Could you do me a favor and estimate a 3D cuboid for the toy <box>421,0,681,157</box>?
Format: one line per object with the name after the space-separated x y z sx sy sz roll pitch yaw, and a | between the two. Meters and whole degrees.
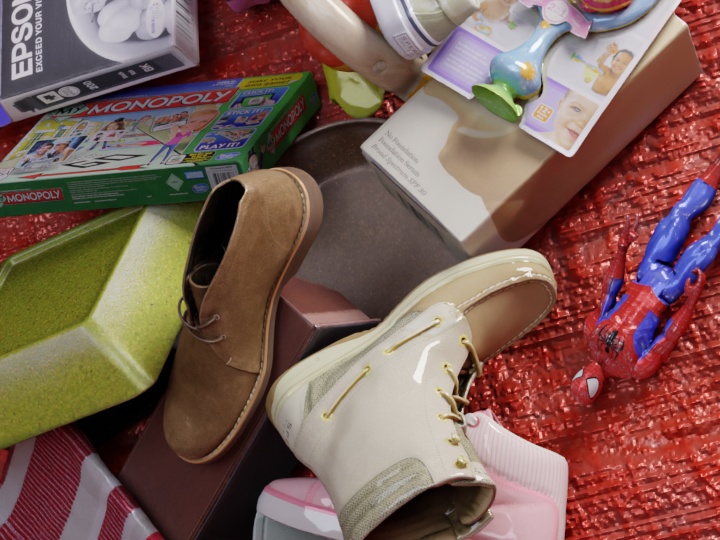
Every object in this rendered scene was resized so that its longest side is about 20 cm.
0.136 -0.181 1.553 0.115 0.047 0.200 32 81 19 | toy

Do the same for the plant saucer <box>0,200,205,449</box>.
-0.196 0.028 1.667 0.200 0.048 0.200 -21 29 31 | plant saucer

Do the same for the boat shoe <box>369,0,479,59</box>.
0.029 -0.224 1.596 0.062 0.072 0.200 -25 61 18 | boat shoe

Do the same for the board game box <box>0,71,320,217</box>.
-0.142 -0.086 1.710 0.199 0.135 0.029 -4 119 24 | board game box

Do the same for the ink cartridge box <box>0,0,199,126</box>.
-0.210 -0.208 1.790 0.199 0.043 0.199 -16 60 22 | ink cartridge box

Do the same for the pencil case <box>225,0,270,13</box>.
-0.023 -0.259 1.714 0.200 0.091 0.094 -24 45 17 | pencil case

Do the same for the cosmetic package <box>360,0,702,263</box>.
0.109 -0.103 1.597 0.200 0.071 0.105 -45 64 -5 | cosmetic package

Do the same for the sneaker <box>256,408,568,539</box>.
0.039 0.133 1.596 0.200 0.075 0.105 11 84 14 | sneaker

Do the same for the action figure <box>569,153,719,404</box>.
0.192 -0.001 1.576 0.065 0.052 0.200 35 97 23 | action figure

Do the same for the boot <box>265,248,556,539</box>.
0.055 0.083 1.525 0.200 0.072 0.155 -30 42 -3 | boot

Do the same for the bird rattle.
-0.016 -0.181 1.626 0.113 0.200 0.163 -42 41 6 | bird rattle

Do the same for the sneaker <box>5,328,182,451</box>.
-0.177 0.064 1.735 0.200 0.072 0.083 -22 47 19 | sneaker

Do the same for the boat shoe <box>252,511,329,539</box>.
-0.033 0.240 1.616 0.060 0.075 0.200 120 144 -46 | boat shoe

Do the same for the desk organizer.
-0.078 0.091 1.633 0.077 0.072 0.200 41 114 26 | desk organizer

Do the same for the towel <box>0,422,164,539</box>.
-0.181 0.189 1.677 0.200 0.023 0.144 49 138 26 | towel

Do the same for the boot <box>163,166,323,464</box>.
-0.092 0.029 1.553 0.074 0.075 0.201 29 109 31 | boot

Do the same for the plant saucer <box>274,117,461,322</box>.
0.000 0.000 1.670 0.200 0.037 0.201 -6 76 23 | plant saucer
